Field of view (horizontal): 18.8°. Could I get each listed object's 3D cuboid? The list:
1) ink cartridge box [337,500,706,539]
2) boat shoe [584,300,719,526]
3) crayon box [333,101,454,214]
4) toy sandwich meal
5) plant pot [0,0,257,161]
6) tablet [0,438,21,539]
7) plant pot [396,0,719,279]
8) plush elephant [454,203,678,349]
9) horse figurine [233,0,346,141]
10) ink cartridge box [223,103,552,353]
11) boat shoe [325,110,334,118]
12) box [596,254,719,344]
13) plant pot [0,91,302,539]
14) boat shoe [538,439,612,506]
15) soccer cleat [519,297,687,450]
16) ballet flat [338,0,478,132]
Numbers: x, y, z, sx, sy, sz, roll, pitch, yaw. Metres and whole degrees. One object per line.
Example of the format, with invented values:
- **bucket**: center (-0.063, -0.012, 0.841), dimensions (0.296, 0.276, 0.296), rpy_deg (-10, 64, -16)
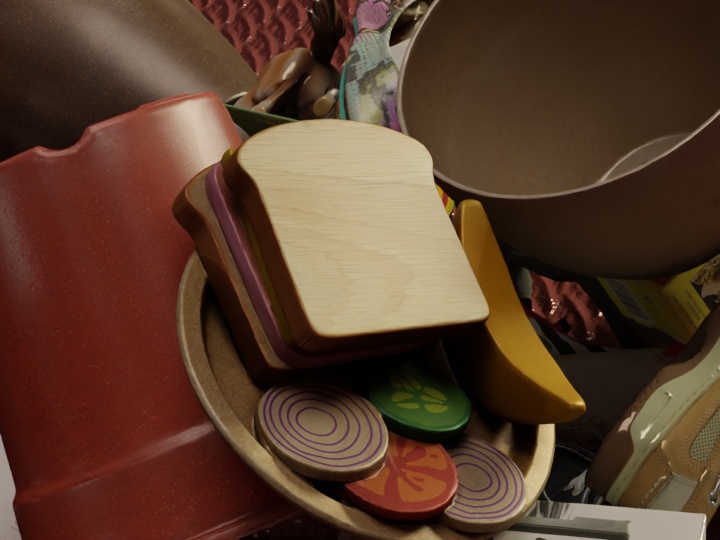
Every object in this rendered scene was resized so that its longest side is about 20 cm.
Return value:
- **ink cartridge box**: center (0.091, 0.166, 0.953), dimensions (0.198, 0.117, 0.068), rpy_deg (4, 32, 16)
- **boat shoe**: center (0.190, 0.059, 1.053), dimensions (0.076, 0.072, 0.200), rpy_deg (36, 58, 14)
- **crayon box**: center (0.027, -0.081, 1.364), dimensions (0.050, 0.128, 0.200), rpy_deg (5, 26, 13)
- **toy sandwich meal**: center (0.010, 0.024, 0.940), dimensions (0.204, 0.070, 0.206), rpy_deg (19, 44, -19)
- **plant pot**: center (-0.147, -0.104, 1.415), dimensions (0.186, 0.188, 0.199), rpy_deg (-29, 43, -35)
- **tablet**: center (-0.173, 0.137, 1.157), dimensions (0.199, 0.014, 0.130), rpy_deg (18, 37, 35)
- **plant pot**: center (0.135, -0.074, 1.088), dimensions (0.199, 0.135, 0.202), rpy_deg (-18, 46, 19)
- **plush elephant**: center (0.135, -0.070, 1.255), dimensions (0.164, 0.201, 0.155), rpy_deg (15, 55, 44)
- **horse figurine**: center (-0.060, -0.075, 1.221), dimensions (0.050, 0.200, 0.133), rpy_deg (38, 18, -8)
- **ink cartridge box**: center (0.000, 0.000, 1.128), dimensions (0.103, 0.200, 0.060), rpy_deg (19, 71, 51)
- **boat shoe**: center (-0.013, -0.082, 1.451), dimensions (0.064, 0.072, 0.201), rpy_deg (7, 38, 12)
- **box**: center (0.216, -0.051, 1.162), dimensions (0.200, 0.050, 0.075), rpy_deg (-46, 30, -10)
- **plant pot**: center (-0.101, 0.031, 1.040), dimensions (0.199, 0.197, 0.201), rpy_deg (-22, 1, 0)
- **boat shoe**: center (0.126, 0.127, 1.063), dimensions (0.071, 0.068, 0.200), rpy_deg (-14, 31, -13)
- **soccer cleat**: center (0.125, 0.071, 1.171), dimensions (0.199, 0.069, 0.085), rpy_deg (19, 46, 41)
- **ballet flat**: center (0.029, -0.109, 1.174), dimensions (0.071, 0.069, 0.200), rpy_deg (-28, 22, 15)
